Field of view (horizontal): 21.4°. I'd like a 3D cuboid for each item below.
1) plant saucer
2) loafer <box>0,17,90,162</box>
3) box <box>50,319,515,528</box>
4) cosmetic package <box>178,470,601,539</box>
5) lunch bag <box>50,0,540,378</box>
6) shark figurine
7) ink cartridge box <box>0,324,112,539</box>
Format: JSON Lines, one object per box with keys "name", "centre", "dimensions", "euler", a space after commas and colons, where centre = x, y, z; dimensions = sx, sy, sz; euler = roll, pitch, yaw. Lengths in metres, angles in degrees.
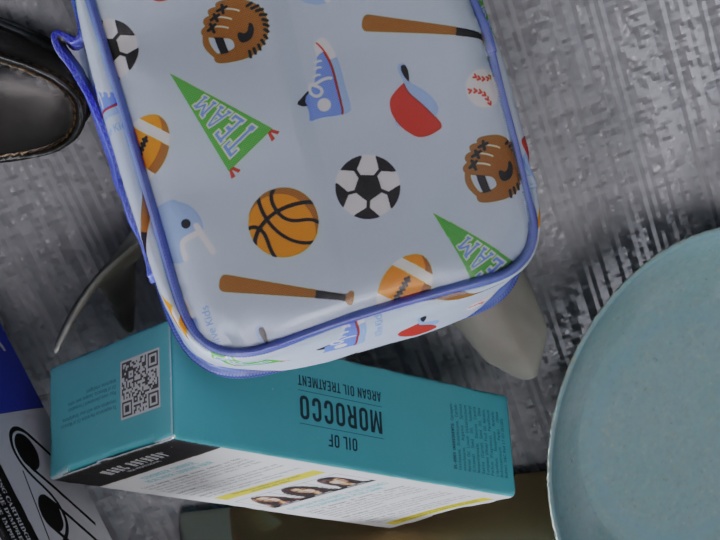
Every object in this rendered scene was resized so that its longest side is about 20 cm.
{"name": "plant saucer", "centre": [0.160, 0.076, 0.891], "dimensions": [0.201, 0.039, 0.201], "euler": [-5, 100, -29]}
{"name": "loafer", "centre": [-0.205, -0.064, 0.747], "dimensions": [0.200, 0.072, 0.073], "euler": [1, 121, -12]}
{"name": "box", "centre": [-0.030, 0.071, 0.820], "dimensions": [0.200, 0.049, 0.082], "euler": [15, 153, -43]}
{"name": "cosmetic package", "centre": [0.015, 0.165, 0.931], "dimensions": [0.200, 0.071, 0.105], "euler": [-5, 125, -7]}
{"name": "lunch bag", "centre": [-0.027, -0.066, 0.725], "dimensions": [0.160, 0.076, 0.200], "euler": [-16, 81, -4]}
{"name": "shark figurine", "centre": [-0.016, -0.014, 0.800], "dimensions": [0.214, 0.090, 0.128], "euler": [5, 107, -8]}
{"name": "ink cartridge box", "centre": [-0.158, 0.077, 0.769], "dimensions": [0.044, 0.094, 0.200], "euler": [-31, 82, 13]}
